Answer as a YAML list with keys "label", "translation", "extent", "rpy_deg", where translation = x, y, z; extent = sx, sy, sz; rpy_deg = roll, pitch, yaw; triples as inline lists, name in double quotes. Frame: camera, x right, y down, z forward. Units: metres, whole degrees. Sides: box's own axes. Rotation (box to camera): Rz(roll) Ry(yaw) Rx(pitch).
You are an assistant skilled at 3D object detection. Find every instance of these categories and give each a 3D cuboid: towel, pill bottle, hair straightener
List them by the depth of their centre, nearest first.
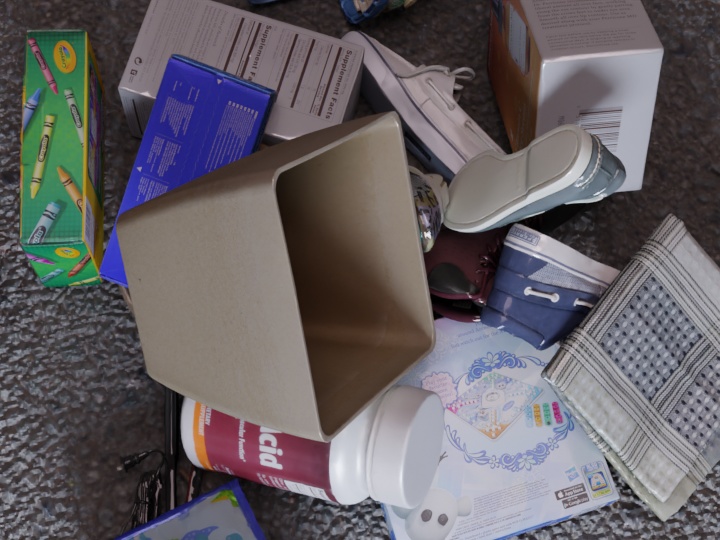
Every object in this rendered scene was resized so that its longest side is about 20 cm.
- label: "pill bottle"
  translation: [-0.039, 0.129, 1.151]
  extent: [0.198, 0.114, 0.115]
  rpy_deg: [9, 71, 22]
- label: "hair straightener"
  translation: [-0.174, 0.182, 1.203]
  extent: [0.076, 0.041, 0.202]
  rpy_deg: [6, 77, -1]
- label: "towel"
  translation: [0.272, 0.088, 1.205]
  extent: [0.193, 0.034, 0.200]
  rpy_deg: [-48, 112, -15]

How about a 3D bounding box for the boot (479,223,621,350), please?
- label: "boot"
  translation: [0.180, 0.029, 1.214]
  extent: [0.073, 0.199, 0.091]
  rpy_deg: [26, 93, 48]

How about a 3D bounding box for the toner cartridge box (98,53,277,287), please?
- label: "toner cartridge box"
  translation: [-0.148, -0.075, 1.192]
  extent: [0.094, 0.043, 0.202]
  rpy_deg: [21, 100, 0]

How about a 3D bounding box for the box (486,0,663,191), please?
- label: "box"
  translation: [0.184, -0.187, 1.235]
  extent: [0.105, 0.153, 0.201]
  rpy_deg: [-6, 43, -4]

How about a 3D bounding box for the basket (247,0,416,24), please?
- label: "basket"
  translation: [-0.005, -0.313, 1.291]
  extent: [0.198, 0.176, 0.140]
  rpy_deg: [-11, 76, -18]

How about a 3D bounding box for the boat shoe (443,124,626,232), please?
- label: "boat shoe"
  translation: [0.140, -0.066, 1.156]
  extent: [0.061, 0.199, 0.074]
  rpy_deg: [20, 69, -27]

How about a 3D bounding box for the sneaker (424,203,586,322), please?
- label: "sneaker"
  translation: [0.127, -0.010, 1.236]
  extent: [0.198, 0.076, 0.116]
  rpy_deg: [-23, 46, 0]

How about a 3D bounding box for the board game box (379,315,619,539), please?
- label: "board game box"
  translation: [0.100, 0.139, 1.221]
  extent: [0.198, 0.043, 0.201]
  rpy_deg: [-16, 73, -7]

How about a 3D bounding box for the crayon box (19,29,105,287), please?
- label: "crayon box"
  translation: [-0.265, -0.099, 1.240]
  extent: [0.058, 0.119, 0.202]
  rpy_deg: [-2, 72, -3]

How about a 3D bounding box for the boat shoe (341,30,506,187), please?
- label: "boat shoe"
  translation: [0.070, -0.161, 1.299]
  extent: [0.086, 0.075, 0.202]
  rpy_deg: [-40, 81, -13]

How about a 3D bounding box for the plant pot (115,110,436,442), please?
- label: "plant pot"
  translation: [-0.072, 0.000, 1.081]
  extent: [0.176, 0.200, 0.202]
  rpy_deg: [-1, 108, 30]

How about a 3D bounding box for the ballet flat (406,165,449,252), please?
- label: "ballet flat"
  translation: [0.039, -0.067, 1.217]
  extent: [0.071, 0.200, 0.073]
  rpy_deg: [-5, 105, -20]

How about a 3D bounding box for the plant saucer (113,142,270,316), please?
- label: "plant saucer"
  translation: [-0.122, -0.019, 1.237]
  extent: [0.198, 0.029, 0.202]
  rpy_deg: [0, 95, 5]

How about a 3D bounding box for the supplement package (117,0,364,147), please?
- label: "supplement package"
  translation: [-0.106, -0.163, 1.270]
  extent: [0.198, 0.114, 0.110]
  rpy_deg: [17, 73, 1]

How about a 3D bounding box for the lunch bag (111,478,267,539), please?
- label: "lunch bag"
  translation: [-0.131, 0.293, 1.118]
  extent: [0.169, 0.128, 0.201]
  rpy_deg: [-25, 75, -10]
